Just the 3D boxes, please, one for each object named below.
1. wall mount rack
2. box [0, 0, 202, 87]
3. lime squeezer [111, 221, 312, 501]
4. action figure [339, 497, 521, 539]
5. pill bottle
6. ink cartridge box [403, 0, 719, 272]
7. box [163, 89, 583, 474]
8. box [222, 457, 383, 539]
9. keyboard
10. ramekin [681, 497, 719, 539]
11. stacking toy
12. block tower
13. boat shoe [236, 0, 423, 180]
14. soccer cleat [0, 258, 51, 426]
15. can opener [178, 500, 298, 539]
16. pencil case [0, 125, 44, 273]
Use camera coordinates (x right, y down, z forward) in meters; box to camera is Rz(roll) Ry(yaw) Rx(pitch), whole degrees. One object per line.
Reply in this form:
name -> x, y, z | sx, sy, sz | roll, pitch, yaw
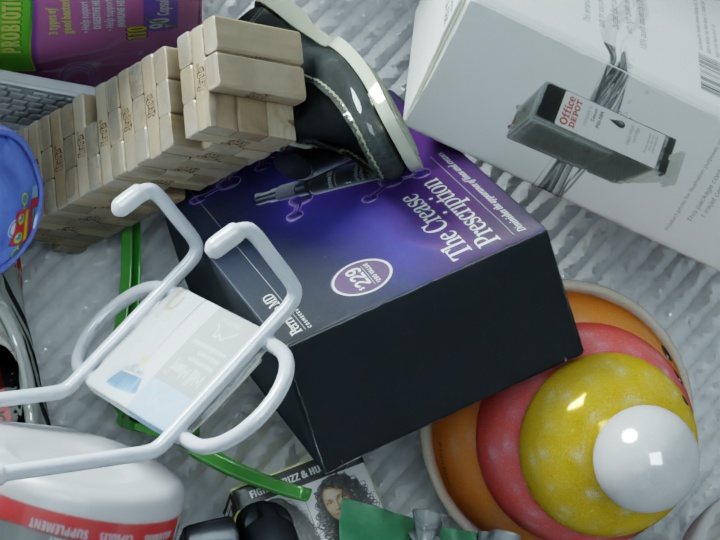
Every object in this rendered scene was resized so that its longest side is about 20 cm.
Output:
wall mount rack -> -0.121, 0.042, 1.227 | 0.174, 0.200, 0.075 | -46, 117, -12
box -> -0.182, -0.156, 1.360 | 0.198, 0.176, 0.097 | -5, 72, -6
lime squeezer -> -0.094, 0.059, 1.359 | 0.070, 0.038, 0.201 | -35, 60, 4
action figure -> 0.028, 0.218, 1.276 | 0.117, 0.055, 0.201 | 13, 76, -4
pill bottle -> -0.158, 0.182, 1.257 | 0.113, 0.114, 0.201 | 14, 99, 0
ink cartridge box -> 0.127, -0.096, 1.362 | 0.199, 0.083, 0.147 | 24, 28, -8
box -> 0.000, 0.000, 1.318 | 0.140, 0.200, 0.079 | -26, 120, -11
box -> 0.000, 0.193, 1.332 | 0.075, 0.050, 0.201 | -19, 76, -11
keyboard -> -0.174, -0.086, 1.368 | 0.199, 0.056, 0.011 | 10, 67, -23
ramekin -> 0.254, 0.174, 1.286 | 0.201, 0.094, 0.203 | 24, 43, -24
stacking toy -> 0.117, 0.086, 1.286 | 0.145, 0.200, 0.147 | -1, 96, -12
block tower -> -0.109, -0.064, 1.329 | 0.058, 0.199, 0.054 | 8, 68, -38
boat shoe -> -0.026, -0.080, 1.329 | 0.067, 0.200, 0.072 | -35, 119, -9
soccer cleat -> -0.198, 0.025, 1.350 | 0.068, 0.085, 0.201 | -15, 75, -9
can opener -> -0.052, 0.207, 1.286 | 0.078, 0.063, 0.202 | -3, 108, -5
pencil case -> -0.255, -0.046, 1.330 | 0.199, 0.079, 0.087 | 11, 35, 32
